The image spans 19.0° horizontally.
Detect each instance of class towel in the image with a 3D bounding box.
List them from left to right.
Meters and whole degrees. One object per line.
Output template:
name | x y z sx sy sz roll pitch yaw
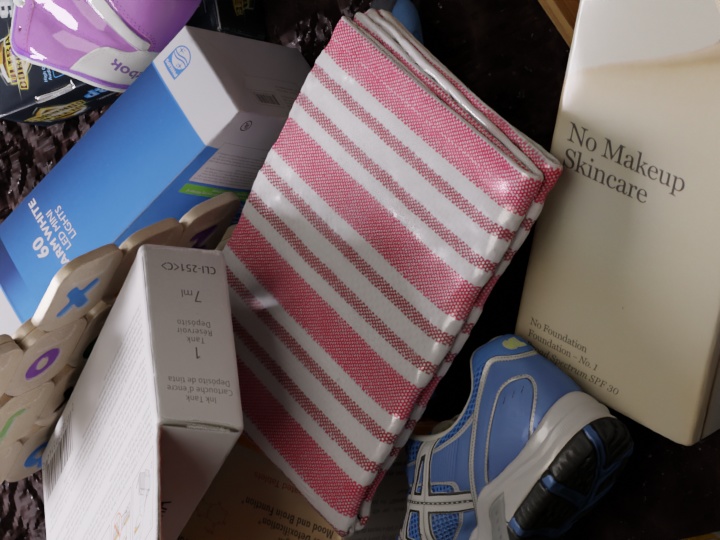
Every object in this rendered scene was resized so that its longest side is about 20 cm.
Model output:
towel | 0.000 0.000 0.973 0.146 0.030 0.201 45 116 39

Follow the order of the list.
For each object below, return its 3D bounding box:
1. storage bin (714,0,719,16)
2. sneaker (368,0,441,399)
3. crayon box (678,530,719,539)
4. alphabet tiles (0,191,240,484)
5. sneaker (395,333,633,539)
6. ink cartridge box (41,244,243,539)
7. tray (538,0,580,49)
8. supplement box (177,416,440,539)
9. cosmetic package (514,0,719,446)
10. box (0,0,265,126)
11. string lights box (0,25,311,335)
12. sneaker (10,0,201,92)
storage bin | 0.235 -0.107 0.792 0.094 0.197 0.201 107 157 -49
sneaker | 0.022 -0.034 1.049 0.078 0.066 0.202 7 85 6
crayon box | 0.145 0.171 0.868 0.126 0.199 0.052 47 112 26
alphabet tiles | -0.135 0.039 1.048 0.015 0.199 0.196 47 133 16
sneaker | 0.053 0.110 0.989 0.077 0.075 0.201 52 133 24
ink cartridge box | -0.103 0.115 0.981 0.200 0.044 0.178 122 147 -51
tray | 0.105 -0.174 0.952 0.098 0.037 0.201 -29 106 28
supplement box | -0.048 0.155 1.069 0.125 0.073 0.202 16 97 34
cosmetic package | 0.139 -0.040 0.923 0.103 0.073 0.202 26 122 33
box | -0.141 -0.196 1.163 0.158 0.046 0.202 -17 79 31
string lights box | -0.109 -0.031 1.101 0.200 0.102 0.059 -43 67 23
sneaker | -0.170 -0.175 1.112 0.201 0.072 0.115 49 115 24
